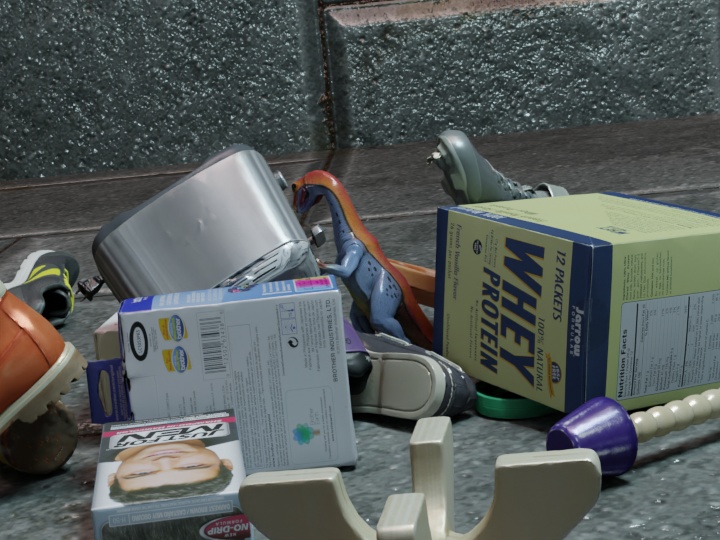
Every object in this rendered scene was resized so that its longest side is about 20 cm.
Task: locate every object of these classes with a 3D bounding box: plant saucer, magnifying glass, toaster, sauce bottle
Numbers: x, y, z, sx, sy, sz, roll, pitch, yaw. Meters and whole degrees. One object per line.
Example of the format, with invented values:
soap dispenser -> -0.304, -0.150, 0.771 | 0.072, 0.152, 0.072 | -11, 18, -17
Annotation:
plant saucer -> 0.104, 0.027, 1.556 | 0.198, 0.033, 0.200 | 15, 2, -1
magnifying glass -> 0.148, 0.091, 1.381 | 0.079, 0.023, 0.200 | -2, 13, 17
toaster -> -0.127, 0.001, 1.329 | 0.199, 0.130, 0.114 | -32, -29, -9
sauce bottle -> -0.297, 0.120, 1.334 | 0.065, 0.067, 0.199 | -11, 11, -29

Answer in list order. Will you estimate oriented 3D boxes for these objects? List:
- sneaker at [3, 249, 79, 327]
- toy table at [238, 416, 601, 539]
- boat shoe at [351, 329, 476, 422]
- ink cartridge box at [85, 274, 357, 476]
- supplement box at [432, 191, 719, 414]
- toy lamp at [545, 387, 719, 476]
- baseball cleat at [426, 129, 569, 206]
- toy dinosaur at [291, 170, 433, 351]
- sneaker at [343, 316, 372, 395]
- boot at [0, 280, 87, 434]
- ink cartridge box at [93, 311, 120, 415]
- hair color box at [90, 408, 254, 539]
sneaker -> -0.359, 0.033, 1.852 | 0.084, 0.075, 0.200 | 3, 21, 15
toy table -> 0.038, 0.155, 0.824 | 0.198, 0.119, 0.184 | -7, 10, -2
boat shoe -> 0.017, 0.090, 1.361 | 0.062, 0.074, 0.199 | 10, 1, -39
ink cartridge box -> -0.108, 0.084, 1.220 | 0.198, 0.138, 0.076 | -6, 7, -5
supplement box -> 0.195, 0.021, 1.326 | 0.198, 0.136, 0.199 | -6, 13, -34
toy lamp -> 0.216, 0.105, 1.156 | 0.198, 0.059, 0.058 | -13, 13, -35
baseball cleat -> 0.128, -0.066, 1.425 | 0.106, 0.201, 0.070 | -28, 50, -2
toy dinosaur -> 0.000, 0.000, 1.470 | 0.198, 0.184, 0.105 | -2, -2, -23
sneaker -> -0.083, 0.101, 1.295 | 0.199, 0.076, 0.088 | -30, 62, -13
boot -> -0.310, 0.097, 1.190 | 0.200, 0.107, 0.075 | -44, 21, -13
ink cartridge box -> -0.146, 0.067, 1.476 | 0.143, 0.085, 0.200 | -4, 11, 7
hair color box -> -0.125, 0.151, 1.085 | 0.098, 0.061, 0.200 | -7, 11, -6
